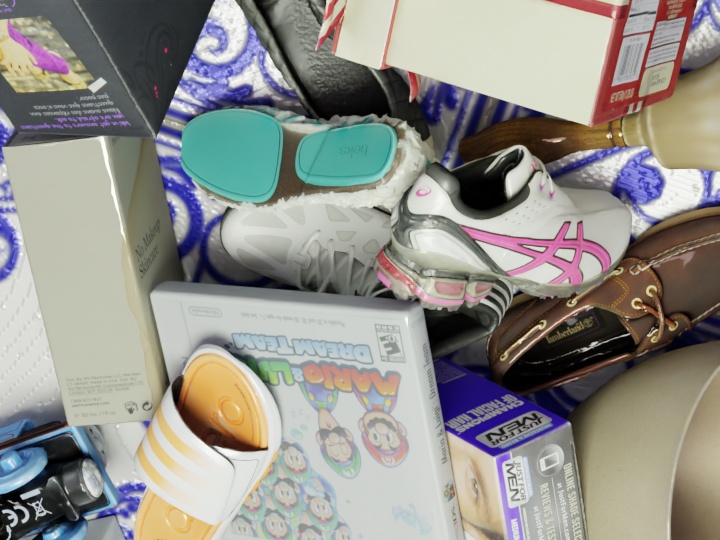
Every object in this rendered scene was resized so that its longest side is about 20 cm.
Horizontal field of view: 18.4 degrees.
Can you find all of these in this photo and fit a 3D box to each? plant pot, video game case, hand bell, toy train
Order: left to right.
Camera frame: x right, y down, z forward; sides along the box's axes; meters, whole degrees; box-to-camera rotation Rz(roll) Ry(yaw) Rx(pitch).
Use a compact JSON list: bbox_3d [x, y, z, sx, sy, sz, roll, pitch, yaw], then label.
[{"bbox_3d":[-0.261,0.158,1.539,0.200,0.114,0.087,-21,112,17],"label":"toy train"},{"bbox_3d":[-0.034,0.098,1.405,0.200,0.024,0.182,4,115,34],"label":"video game case"},{"bbox_3d":[0.156,-0.087,1.394,0.200,0.104,0.104,-7,112,24],"label":"hand bell"},{"bbox_3d":[0.199,0.138,1.434,0.134,0.200,0.200,6,118,41],"label":"plant pot"}]

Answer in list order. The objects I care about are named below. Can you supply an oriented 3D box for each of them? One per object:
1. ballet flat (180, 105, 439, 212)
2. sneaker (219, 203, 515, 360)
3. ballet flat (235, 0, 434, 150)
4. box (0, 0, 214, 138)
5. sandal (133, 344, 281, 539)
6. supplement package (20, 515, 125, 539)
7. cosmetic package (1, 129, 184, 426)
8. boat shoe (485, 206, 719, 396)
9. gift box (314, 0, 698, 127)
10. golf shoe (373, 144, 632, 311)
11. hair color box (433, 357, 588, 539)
[{"bbox_3d":[-0.029,-0.064,1.409,0.200,0.072,0.072,8,119,42],"label":"ballet flat"},{"bbox_3d":[0.000,0.000,1.428,0.200,0.115,0.076,11,115,5],"label":"sneaker"},{"bbox_3d":[-0.024,-0.126,1.408,0.066,0.057,0.200,-33,108,22],"label":"ballet flat"},{"bbox_3d":[-0.181,-0.186,1.319,0.106,0.122,0.200,4,146,25],"label":"box"},{"bbox_3d":[-0.112,0.140,1.429,0.079,0.059,0.207,35,129,16],"label":"sandal"},{"bbox_3d":[-0.200,0.296,1.591,0.114,0.110,0.200,-16,110,16],"label":"supplement package"},{"bbox_3d":[-0.167,-0.010,1.458,0.073,0.104,0.200,-5,114,11],"label":"cosmetic package"},{"bbox_3d":[0.174,0.027,1.437,0.200,0.070,0.070,-28,112,18],"label":"boat shoe"},{"bbox_3d":[0.085,-0.176,1.275,0.187,0.185,0.200,20,103,21],"label":"gift box"},{"bbox_3d":[0.102,-0.032,1.360,0.073,0.200,0.092,43,126,33],"label":"golf shoe"},{"bbox_3d":[0.062,0.125,1.432,0.065,0.200,0.109,-22,114,-26],"label":"hair color box"}]
